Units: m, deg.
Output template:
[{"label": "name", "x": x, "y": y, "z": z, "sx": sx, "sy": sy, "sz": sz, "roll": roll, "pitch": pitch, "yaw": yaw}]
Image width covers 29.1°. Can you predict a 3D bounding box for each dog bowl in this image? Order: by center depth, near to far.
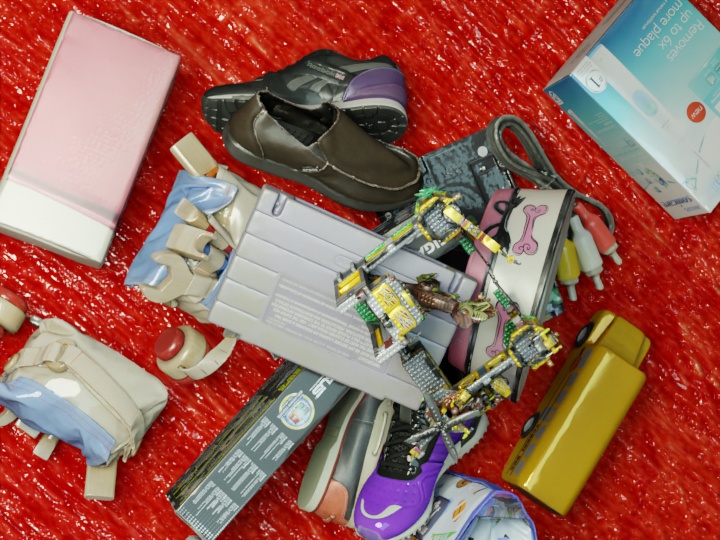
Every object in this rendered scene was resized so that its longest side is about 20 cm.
[{"label": "dog bowl", "x": 0.136, "y": 0.015, "z": 1.273, "sx": 0.073, "sy": 0.200, "sz": 0.202, "roll": 16, "pitch": 84, "yaw": 10}]

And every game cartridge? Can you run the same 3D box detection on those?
[{"label": "game cartridge", "x": -0.017, "y": 0.026, "z": 1.176, "sx": 0.199, "sy": 0.038, "sz": 0.130, "roll": 24, "pitch": 104, "yaw": -7}]

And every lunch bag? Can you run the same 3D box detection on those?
[{"label": "lunch bag", "x": 0.092, "y": 0.294, "z": 1.294, "sx": 0.123, "sy": 0.170, "sz": 0.202, "roll": 8, "pitch": 87, "yaw": -16}]

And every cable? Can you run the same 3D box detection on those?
[{"label": "cable", "x": 0.200, "y": -0.075, "z": 1.371, "sx": 0.097, "sy": 0.050, "sz": 0.201, "roll": -36, "pitch": 111, "yaw": -23}]

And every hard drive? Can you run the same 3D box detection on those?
[{"label": "hard drive", "x": 0.104, "y": -0.023, "z": 1.378, "sx": 0.139, "sy": 0.038, "sz": 0.201, "roll": -25, "pitch": 91, "yaw": -11}]

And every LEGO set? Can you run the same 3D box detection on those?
[{"label": "LEGO set", "x": 0.068, "y": 0.041, "z": 1.107, "sx": 0.153, "sy": 0.116, "sz": 0.201, "roll": -28, "pitch": 102, "yaw": 4}]

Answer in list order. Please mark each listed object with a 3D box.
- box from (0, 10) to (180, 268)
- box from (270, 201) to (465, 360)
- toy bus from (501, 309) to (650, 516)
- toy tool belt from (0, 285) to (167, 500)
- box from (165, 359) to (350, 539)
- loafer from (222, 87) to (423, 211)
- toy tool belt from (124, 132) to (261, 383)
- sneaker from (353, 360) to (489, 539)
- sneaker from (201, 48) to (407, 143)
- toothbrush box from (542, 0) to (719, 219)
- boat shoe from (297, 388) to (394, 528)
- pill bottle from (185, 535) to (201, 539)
[{"label": "box", "x": -0.251, "y": -0.114, "z": 1.266, "sx": 0.108, "sy": 0.128, "sz": 0.202, "roll": 21, "pitch": 84, "yaw": -10}, {"label": "box", "x": 0.000, "y": 0.000, "z": 1.271, "sx": 0.199, "sy": 0.159, "sz": 0.046, "roll": -33, "pitch": 94, "yaw": 5}, {"label": "toy bus", "x": 0.218, "y": 0.138, "z": 1.371, "sx": 0.065, "sy": 0.078, "sz": 0.201, "roll": 34, "pitch": 81, "yaw": -8}, {"label": "toy tool belt", "x": -0.283, "y": 0.112, "z": 1.253, "sx": 0.199, "sy": 0.125, "sz": 0.124, "roll": 32, "pitch": 73, "yaw": -7}, {"label": "box", "x": -0.092, "y": 0.151, "z": 1.268, "sx": 0.044, "sy": 0.160, "sz": 0.200, "roll": 43, "pitch": 79, "yaw": -7}, {"label": "loafer", "x": -0.026, "y": -0.113, "z": 1.288, "sx": 0.198, "sy": 0.072, "sz": 0.073, "roll": 14, "pitch": 46, "yaw": -18}, {"label": "toy tool belt", "x": -0.162, "y": -0.013, "z": 1.264, "sx": 0.123, "sy": 0.124, "sz": 0.201, "roll": 39, "pitch": 65, "yaw": -36}, {"label": "sneaker", "x": 0.047, "y": 0.158, "z": 1.289, "sx": 0.200, "sy": 0.069, "sz": 0.100, "roll": -50, "pitch": 139, "yaw": -40}, {"label": "sneaker", "x": -0.054, "y": -0.171, "z": 1.350, "sx": 0.198, "sy": 0.076, "sz": 0.088, "roll": 2, "pitch": 57, "yaw": -4}, {"label": "toothbrush box", "x": 0.310, "y": -0.173, "z": 1.403, "sx": 0.200, "sy": 0.085, "sz": 0.147, "roll": 44, "pitch": 80, "yaw": -7}, {"label": "boat shoe", "x": 0.005, "y": 0.147, "z": 1.333, "sx": 0.062, "sy": 0.071, "sz": 0.202, "roll": 24, "pitch": 84, "yaw": -16}, {"label": "pill bottle", "x": -0.158, "y": 0.357, "z": 1.264, "sx": 0.119, "sy": 0.120, "sz": 0.201, "roll": 32, "pitch": 82, "yaw": -8}]
